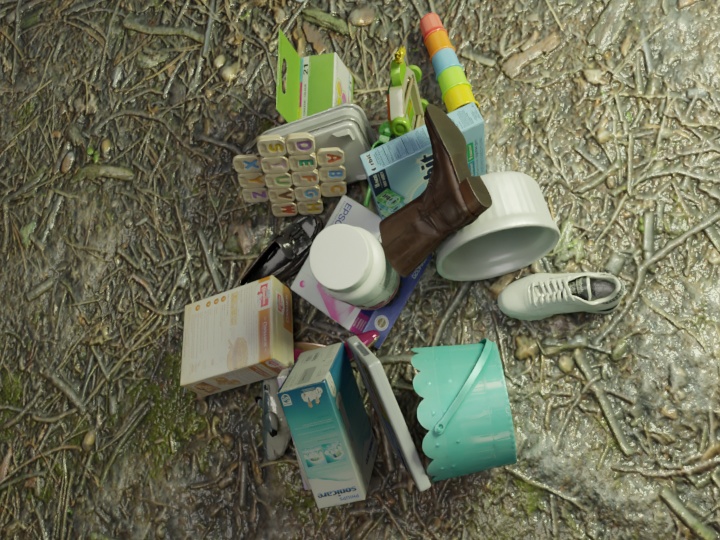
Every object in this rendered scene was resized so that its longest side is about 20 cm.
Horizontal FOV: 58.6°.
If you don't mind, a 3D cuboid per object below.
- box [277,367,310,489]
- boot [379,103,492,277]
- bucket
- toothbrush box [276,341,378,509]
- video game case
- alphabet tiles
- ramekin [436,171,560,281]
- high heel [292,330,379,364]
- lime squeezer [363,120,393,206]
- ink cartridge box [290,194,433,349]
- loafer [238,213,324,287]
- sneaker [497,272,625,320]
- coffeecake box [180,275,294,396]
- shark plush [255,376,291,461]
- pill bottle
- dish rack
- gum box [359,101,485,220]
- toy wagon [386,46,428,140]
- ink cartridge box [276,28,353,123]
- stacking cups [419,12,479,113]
[{"bbox_3d":[-0.096,0.266,1.083,0.037,0.042,0.206,-11,101,6],"label":"box"},{"bbox_3d":[0.083,-0.114,0.958,0.199,0.063,0.191,-39,63,41],"label":"boot"},{"bbox_3d":[0.155,0.207,0.973,0.130,0.207,0.214,-10,77,7],"label":"bucket"},{"bbox_3d":[-0.046,0.242,1.019,0.083,0.147,0.205,-15,104,14],"label":"toothbrush box"},{"bbox_3d":[0.039,0.211,0.984,0.022,0.182,0.205,-23,99,-8],"label":"video game case"},{"bbox_3d":[-0.120,-0.162,1.123,0.189,0.202,0.015,-4,57,0],"label":"alphabet tiles"},{"bbox_3d":[0.205,-0.068,1.010,0.195,0.200,0.101,-16,68,14],"label":"ramekin"},{"bbox_3d":[-0.060,0.129,1.117,0.198,0.067,0.098,-34,81,28],"label":"high heel"},{"bbox_3d":[0.037,-0.212,1.113,0.037,0.071,0.204,23,63,-7],"label":"lime squeezer"},{"bbox_3d":[0.000,0.000,1.142,0.197,0.043,0.200,31,90,22],"label":"ink cartridge box"},{"bbox_3d":[-0.145,-0.026,1.181,0.200,0.063,0.072,-46,69,5],"label":"loafer"},{"bbox_3d":[0.313,0.034,1.015,0.194,0.080,0.079,-8,79,18],"label":"sneaker"},{"bbox_3d":[-0.219,0.118,1.143,0.195,0.073,0.158,-18,58,21],"label":"coffeecake box"},{"bbox_3d":[-0.169,0.229,1.144,0.083,0.090,0.204,-35,74,40],"label":"shark plush"},{"bbox_3d":[-0.007,-0.004,1.019,0.110,0.200,0.117,-3,80,15],"label":"pill bottle"},{"bbox_3d":[-0.065,-0.197,1.129,0.194,0.172,0.045,-14,57,15],"label":"dish rack"},{"bbox_3d":[0.108,-0.165,1.050,0.195,0.171,0.045,-24,63,1],"label":"gum box"},{"bbox_3d":[0.077,-0.278,1.082,0.038,0.203,0.158,-3,48,20],"label":"toy wagon"},{"bbox_3d":[-0.078,-0.314,1.140,0.073,0.200,0.153,-2,79,17],"label":"ink cartridge box"},{"bbox_3d":[0.153,-0.367,1.158,0.059,0.060,0.205,-22,69,12],"label":"stacking cups"}]
